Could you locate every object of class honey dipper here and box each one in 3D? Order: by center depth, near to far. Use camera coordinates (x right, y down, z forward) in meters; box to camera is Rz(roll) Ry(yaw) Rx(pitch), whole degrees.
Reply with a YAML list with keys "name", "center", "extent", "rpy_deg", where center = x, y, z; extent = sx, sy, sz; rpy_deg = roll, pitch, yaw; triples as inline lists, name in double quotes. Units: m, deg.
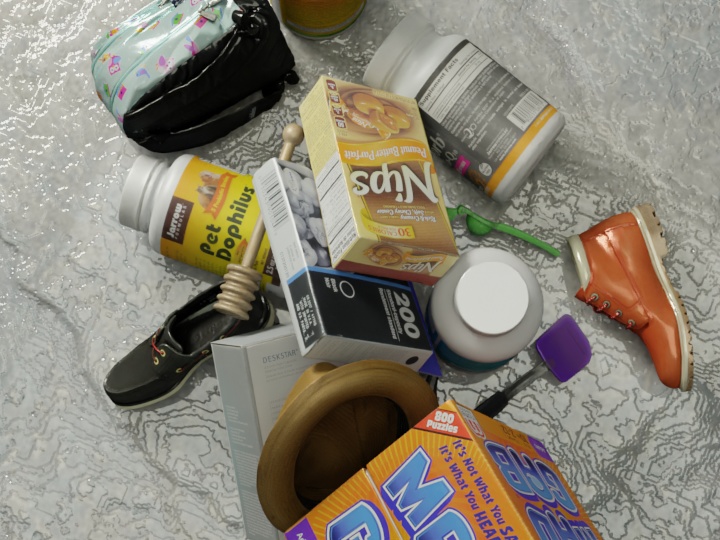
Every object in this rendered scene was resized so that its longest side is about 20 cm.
- name: "honey dipper"
  center: [-0.095, -0.051, 1.351]
  extent: [0.038, 0.038, 0.202]
  rpy_deg: [19, 79, 3]

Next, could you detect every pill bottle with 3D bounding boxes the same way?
- name: "pill bottle"
  center: [0.122, 0.040, 1.362]
  extent: [0.110, 0.200, 0.112]
  rpy_deg: [0, 82, 0]
- name: "pill bottle"
  center: [-0.046, -0.322, 1.418]
  extent: [0.110, 0.200, 0.112]
  rpy_deg: [0, 81, 0]
- name: "pill bottle"
  center: [-0.145, -0.052, 1.421]
  extent: [0.198, 0.109, 0.110]
  rpy_deg: [19, 81, 3]
- name: "pill bottle"
  center: [0.107, -0.174, 1.439]
  extent: [0.200, 0.116, 0.117]
  rpy_deg: [39, 83, 6]

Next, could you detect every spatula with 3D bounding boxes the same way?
- name: "spatula"
  center: [0.163, 0.122, 1.421]
  extent: [0.199, 0.021, 0.057]
  rpy_deg: [-37, 90, -16]

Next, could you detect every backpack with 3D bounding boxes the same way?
- name: "backpack"
  center: [-0.179, -0.217, 1.436]
  extent: [0.199, 0.167, 0.127]
  rpy_deg: [-33, 63, -2]

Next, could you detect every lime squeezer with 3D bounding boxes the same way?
- name: "lime squeezer"
  center: [0.112, -0.036, 1.457]
  extent: [0.198, 0.038, 0.071]
  rpy_deg: [-8, 81, -2]

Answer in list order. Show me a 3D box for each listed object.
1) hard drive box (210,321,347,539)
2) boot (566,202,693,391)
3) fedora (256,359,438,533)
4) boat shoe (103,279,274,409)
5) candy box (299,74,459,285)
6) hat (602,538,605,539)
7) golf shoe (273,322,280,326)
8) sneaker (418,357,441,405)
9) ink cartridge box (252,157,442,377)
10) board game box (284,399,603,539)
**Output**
- name: "hard drive box"
  center: [-0.048, 0.152, 1.351]
  extent: [0.155, 0.077, 0.202]
  rpy_deg: [-12, 97, -30]
- name: "boot"
  center: [0.283, 0.039, 1.433]
  extent: [0.106, 0.075, 0.202]
  rpy_deg: [-16, 73, 0]
- name: "fedora"
  center: [-0.022, 0.150, 1.257]
  extent: [0.200, 0.201, 0.082]
  rpy_deg: [-36, 44, -6]
- name: "boat shoe"
  center: [-0.186, 0.073, 1.403]
  extent: [0.200, 0.063, 0.074]
  rpy_deg: [-30, 54, 13]
- name: "candy box"
  center: [0.016, -0.088, 1.326]
  extent: [0.115, 0.055, 0.201]
  rpy_deg: [9, 50, -30]
- name: "hat"
  center: [0.281, 0.309, 1.307]
  extent: [0.175, 0.166, 0.201]
  rpy_deg: [-18, 101, 33]
- name: "golf shoe"
  center: [-0.077, 0.153, 1.408]
  extent: [0.091, 0.073, 0.202]
  rpy_deg: [7, 81, 1]
- name: "sneaker"
  center: [0.043, 0.095, 1.422]
  extent: [0.076, 0.078, 0.202]
  rpy_deg: [-14, 88, -10]
- name: "ink cartridge box"
  center: [0.000, 0.000, 1.330]
  extent: [0.043, 0.199, 0.200]
  rpy_deg: [-37, 58, 32]
- name: "board game box"
  center: [0.095, 0.271, 1.213]
  extent: [0.200, 0.199, 0.201]
  rpy_deg: [-40, 57, 14]
